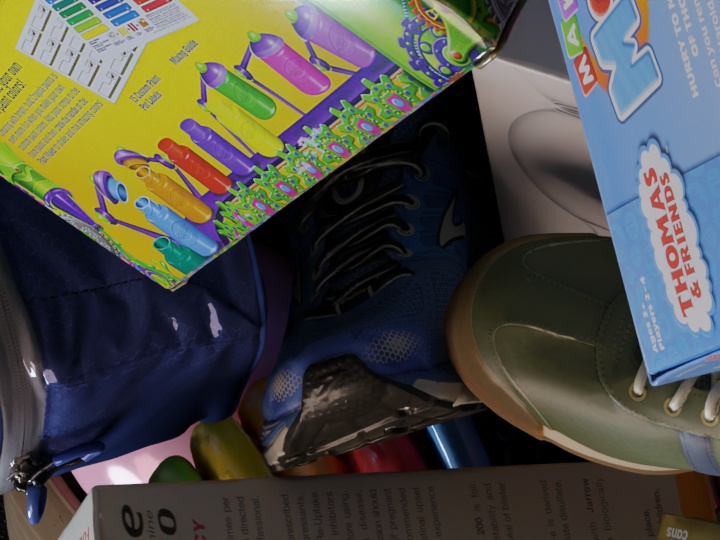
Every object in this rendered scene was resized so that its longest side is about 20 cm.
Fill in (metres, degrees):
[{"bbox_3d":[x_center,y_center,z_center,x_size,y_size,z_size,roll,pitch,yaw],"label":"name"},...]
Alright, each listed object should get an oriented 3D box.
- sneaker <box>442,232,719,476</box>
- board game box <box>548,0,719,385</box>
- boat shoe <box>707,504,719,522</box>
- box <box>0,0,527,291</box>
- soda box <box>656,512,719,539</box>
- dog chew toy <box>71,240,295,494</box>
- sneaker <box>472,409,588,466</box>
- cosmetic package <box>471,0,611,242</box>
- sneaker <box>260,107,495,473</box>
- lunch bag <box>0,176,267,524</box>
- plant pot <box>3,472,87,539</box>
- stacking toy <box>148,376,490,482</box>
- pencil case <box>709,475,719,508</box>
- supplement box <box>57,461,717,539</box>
[{"bbox_3d":[0.127,0.029,0.729,0.199,0.067,0.090,20,163,-6],"label":"sneaker"},{"bbox_3d":[0.102,-0.067,0.583,0.036,0.152,0.200,-11,172,-24],"label":"board game box"},{"bbox_3d":[0.193,0.116,0.869,0.199,0.074,0.067,22,-150,-37],"label":"boat shoe"},{"bbox_3d":[-0.062,-0.117,0.612,0.192,0.122,0.200,35,155,-12],"label":"box"},{"bbox_3d":[0.162,0.114,0.703,0.067,0.064,0.200,14,176,-35],"label":"soda box"},{"bbox_3d":[-0.027,0.068,1.073,0.200,0.125,0.124,31,160,-33],"label":"dog chew toy"},{"bbox_3d":[0.066,0.049,0.966,0.070,0.078,0.200,33,158,-17],"label":"sneaker"},{"bbox_3d":[0.136,-0.017,0.774,0.199,0.052,0.151,19,160,18],"label":"cosmetic package"},{"bbox_3d":[0.000,0.000,0.828,0.078,0.200,0.090,-18,103,11],"label":"sneaker"},{"bbox_3d":[-0.117,-0.020,0.817,0.132,0.201,0.136,-13,163,-15],"label":"lunch bag"},{"bbox_3d":[-0.083,0.126,1.147,0.200,0.093,0.201,31,-157,-14],"label":"plant pot"},{"bbox_3d":[-0.051,0.100,0.943,0.116,0.199,0.110,44,159,59],"label":"stacking toy"},{"bbox_3d":[0.128,0.102,0.988,0.091,0.093,0.200,65,156,10],"label":"pencil case"},{"bbox_3d":[0.002,0.113,0.832,0.199,0.074,0.126,-1,159,-19],"label":"supplement box"}]
